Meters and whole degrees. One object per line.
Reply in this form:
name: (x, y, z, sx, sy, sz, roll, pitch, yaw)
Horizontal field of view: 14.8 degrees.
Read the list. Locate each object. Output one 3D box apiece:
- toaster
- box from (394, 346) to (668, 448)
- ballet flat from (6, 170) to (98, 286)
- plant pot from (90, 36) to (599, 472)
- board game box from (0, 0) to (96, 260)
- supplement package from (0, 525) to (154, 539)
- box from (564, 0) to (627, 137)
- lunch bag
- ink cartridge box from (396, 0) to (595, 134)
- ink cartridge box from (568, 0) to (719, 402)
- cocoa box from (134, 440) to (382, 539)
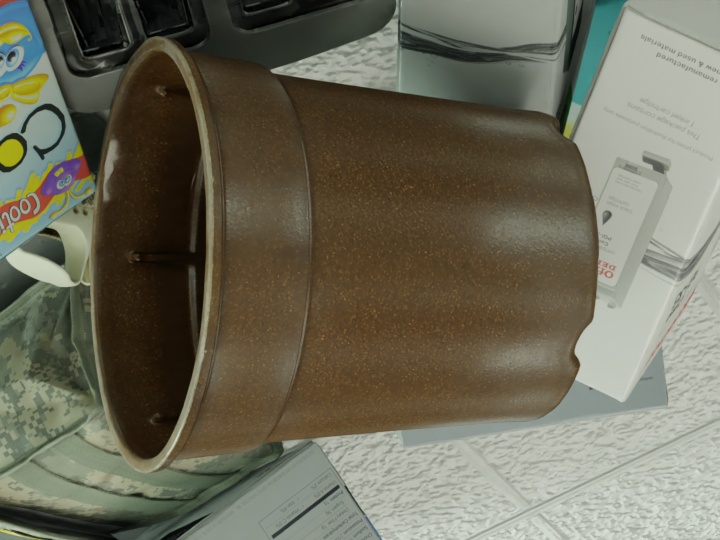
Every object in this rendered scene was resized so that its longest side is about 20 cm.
toaster: (-0.087, -0.181, 1.315, 0.181, 0.119, 0.200, -15, 144, -2)
box: (0.081, 0.053, 1.641, 0.156, 0.200, 0.041, -8, 100, -7)
ballet flat: (-0.156, -0.027, 1.478, 0.068, 0.075, 0.200, -19, 168, 26)
plant pot: (-0.007, -0.004, 1.304, 0.198, 0.200, 0.200, 2, 140, -21)
board game box: (-0.213, -0.095, 1.295, 0.103, 0.105, 0.200, -38, 147, -17)
supplement package: (-0.156, 0.258, 1.824, 0.200, 0.156, 0.111, 0, 154, -22)
box: (0.151, -0.064, 1.535, 0.049, 0.082, 0.200, -33, 142, -56)
lunch bag: (-0.178, 0.099, 1.653, 0.200, 0.118, 0.164, -32, 148, 30)
ink cartridge box: (0.071, -0.153, 1.379, 0.084, 0.146, 0.200, 11, 145, 8)
ink cartridge box: (0.153, -0.054, 1.420, 0.083, 0.147, 0.200, 26, 119, 10)
cocoa box: (-0.077, 0.209, 1.687, 0.133, 0.131, 0.200, -36, -178, -31)
